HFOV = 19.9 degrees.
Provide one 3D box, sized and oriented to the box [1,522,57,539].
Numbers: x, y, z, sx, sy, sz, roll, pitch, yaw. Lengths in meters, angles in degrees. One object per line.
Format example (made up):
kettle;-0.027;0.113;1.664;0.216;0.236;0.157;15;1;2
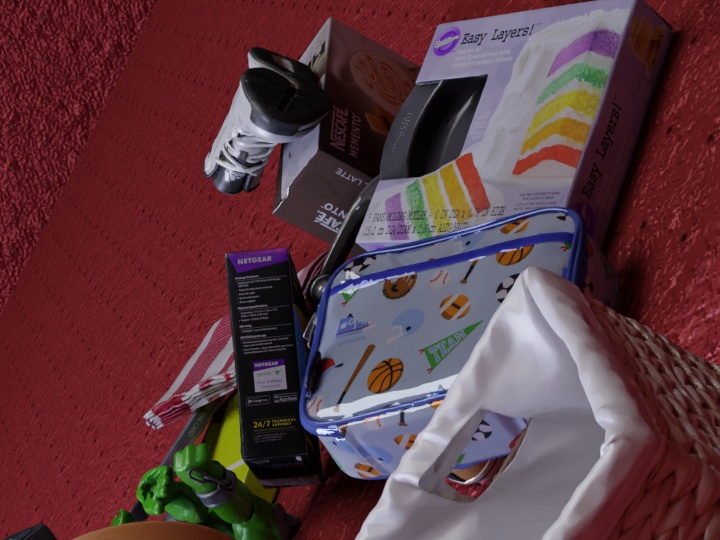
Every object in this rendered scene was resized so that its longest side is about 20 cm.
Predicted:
box;-0.237;0.305;1.668;0.051;0.200;0.158;-37;2;-28

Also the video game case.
video game case;-0.161;0.159;1.856;0.200;0.019;0.143;-58;2;-42

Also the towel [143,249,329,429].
towel;-0.108;0.062;1.814;0.200;0.023;0.144;-30;20;49

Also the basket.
basket;0.109;0.138;0.939;0.198;0.161;0.200;-59;18;14

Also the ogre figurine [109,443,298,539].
ogre figurine;-0.132;0.212;1.621;0.200;0.120;0.098;-58;22;22

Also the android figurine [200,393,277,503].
android figurine;-0.098;0.153;1.748;0.182;0.041;0.200;-33;33;59

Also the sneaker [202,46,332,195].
sneaker;-0.078;-0.104;1.652;0.201;0.076;0.115;-98;29;-74

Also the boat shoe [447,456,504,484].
boat shoe;0.019;0.088;1.361;0.200;0.062;0.075;24;92;56

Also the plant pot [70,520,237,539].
plant pot;-0.153;0.297;1.474;0.200;0.200;0.140;-53;37;32

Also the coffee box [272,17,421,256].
coffee box;-0.003;-0.108;1.719;0.080;0.114;0.200;-52;20;33

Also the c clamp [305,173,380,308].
c clamp;0.000;0.000;1.530;0.171;0.027;0.200;-63;17;3

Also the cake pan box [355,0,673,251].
cake pan box;0.101;-0.089;1.389;0.200;0.052;0.184;0;61;48

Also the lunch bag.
lunch bag;0.056;0.041;1.260;0.200;0.076;0.160;-12;46;29

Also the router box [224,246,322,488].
router box;-0.062;0.077;1.512;0.200;0.051;0.149;82;-178;-79
